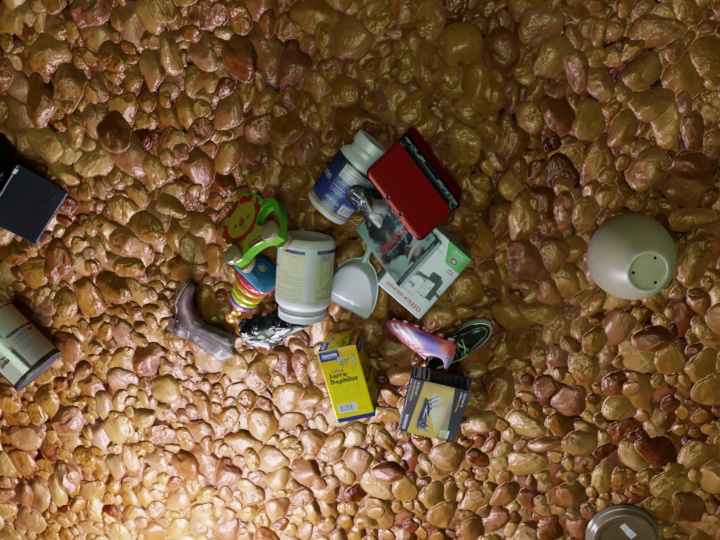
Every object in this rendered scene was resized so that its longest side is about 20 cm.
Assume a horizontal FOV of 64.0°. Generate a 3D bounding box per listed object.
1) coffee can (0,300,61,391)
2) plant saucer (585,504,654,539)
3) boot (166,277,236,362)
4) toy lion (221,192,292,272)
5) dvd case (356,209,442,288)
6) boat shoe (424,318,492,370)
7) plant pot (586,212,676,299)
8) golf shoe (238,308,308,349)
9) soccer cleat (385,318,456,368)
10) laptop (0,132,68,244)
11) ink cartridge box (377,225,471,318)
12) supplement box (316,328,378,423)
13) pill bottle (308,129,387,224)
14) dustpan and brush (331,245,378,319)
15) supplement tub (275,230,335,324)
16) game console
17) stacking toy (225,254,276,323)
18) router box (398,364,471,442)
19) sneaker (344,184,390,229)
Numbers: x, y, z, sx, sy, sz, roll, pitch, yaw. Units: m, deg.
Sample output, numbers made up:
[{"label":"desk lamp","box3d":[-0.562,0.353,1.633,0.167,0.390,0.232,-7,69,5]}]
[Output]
[{"label":"coffee can","box3d":[-0.951,0.206,1.580,0.146,0.147,0.201,-41,98,16]},{"label":"plant saucer","box3d":[0.724,0.740,1.592,0.194,0.030,0.206,2,106,7]},{"label":"boot","box3d":[-0.402,0.137,1.534,0.197,0.064,0.189,30,121,1]},{"label":"toy lion","box3d":[-0.258,-0.110,1.387,0.197,0.196,0.068,-27,144,27]},{"label":"dvd case","box3d":[0.088,-0.081,1.370,0.146,0.022,0.201,-47,59,18]},{"label":"boat shoe","box3d":[0.252,0.196,1.470,0.198,0.064,0.071,-35,100,15]},{"label":"plant pot","box3d":[0.636,-0.017,1.323,0.194,0.135,0.206,2,108,6]},{"label":"golf shoe","box3d":[-0.220,0.156,1.522,0.194,0.079,0.096,-8,130,5]},{"label":"soccer cleat","box3d":[0.145,0.179,1.448,0.196,0.067,0.078,18,87,23]},{"label":"laptop","box3d":[-0.905,-0.213,1.522,0.188,0.115,0.201,-47,68,17]},{"label":"ink cartridge box","box3d":[0.155,-0.007,1.412,0.146,0.083,0.201,38,107,-5]},{"label":"supplement box","box3d":[-0.029,0.274,1.504,0.107,0.109,0.205,-13,105,11]},{"label":"pill bottle","box3d":[-0.025,-0.220,1.355,0.115,0.116,0.201,38,106,-5]},{"label":"dustpan and brush","box3d":[0.000,0.000,1.455,0.137,0.057,0.204,26,115,12]},{"label":"supplement tub","box3d":[-0.137,0.015,1.418,0.141,0.145,0.206,7,104,5]},{"label":"game console","box3d":[0.128,-0.202,1.319,0.118,0.173,0.201,-35,101,24]},{"label":"stacking toy","box3d":[-0.297,0.065,1.490,0.116,0.109,0.201,41,119,8]},{"label":"router box","box3d":[0.191,0.349,1.500,0.153,0.053,0.204,11,125,4]},{"label":"sneaker","box3d":[0.022,-0.161,1.304,0.074,0.200,0.080,40,93,17]}]
